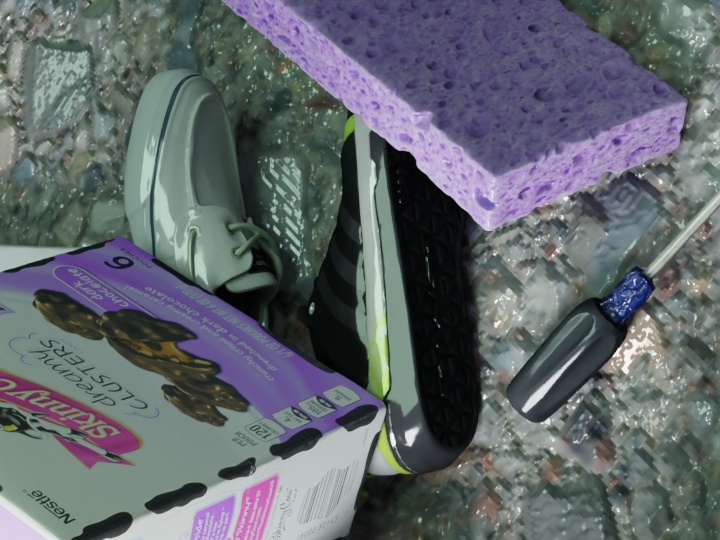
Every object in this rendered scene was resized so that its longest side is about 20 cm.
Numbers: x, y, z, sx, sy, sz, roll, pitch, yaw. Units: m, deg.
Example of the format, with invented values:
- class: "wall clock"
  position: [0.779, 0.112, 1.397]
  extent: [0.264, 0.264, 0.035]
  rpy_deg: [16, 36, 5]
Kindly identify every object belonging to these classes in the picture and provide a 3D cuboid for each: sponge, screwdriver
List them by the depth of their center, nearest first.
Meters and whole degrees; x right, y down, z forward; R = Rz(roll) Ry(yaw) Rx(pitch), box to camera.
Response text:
- class: "screwdriver"
  position: [0.129, -0.011, 0.800]
  extent: [0.200, 0.029, 0.028]
  rpy_deg: [-52, 56, 22]
- class: "sponge"
  position: [0.037, -0.100, 0.847]
  extent: [0.200, 0.111, 0.030]
  rpy_deg: [43, 144, 35]

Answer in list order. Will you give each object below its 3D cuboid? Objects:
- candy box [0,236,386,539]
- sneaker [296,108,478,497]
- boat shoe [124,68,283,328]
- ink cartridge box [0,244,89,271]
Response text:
- class: "candy box"
  position: [-0.116, 0.071, 0.797]
  extent: [0.167, 0.199, 0.072]
  rpy_deg: [30, 118, 27]
- class: "sneaker"
  position: [0.000, 0.000, 0.871]
  extent: [0.082, 0.071, 0.202]
  rpy_deg: [-11, 73, 35]
- class: "boat shoe"
  position: [-0.067, 0.002, 0.928]
  extent: [0.066, 0.073, 0.203]
  rpy_deg: [-1, 92, 31]
- class: "ink cartridge box"
  position: [-0.179, 0.086, 1.006]
  extent: [0.198, 0.043, 0.199]
  rpy_deg: [1, 80, 38]
